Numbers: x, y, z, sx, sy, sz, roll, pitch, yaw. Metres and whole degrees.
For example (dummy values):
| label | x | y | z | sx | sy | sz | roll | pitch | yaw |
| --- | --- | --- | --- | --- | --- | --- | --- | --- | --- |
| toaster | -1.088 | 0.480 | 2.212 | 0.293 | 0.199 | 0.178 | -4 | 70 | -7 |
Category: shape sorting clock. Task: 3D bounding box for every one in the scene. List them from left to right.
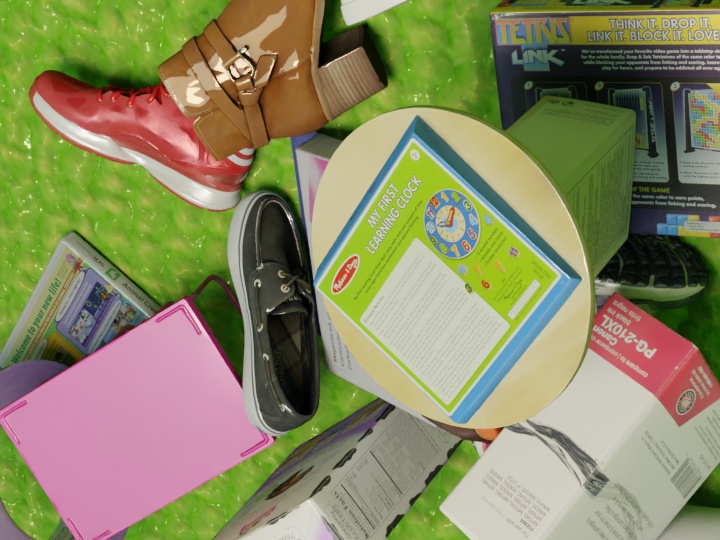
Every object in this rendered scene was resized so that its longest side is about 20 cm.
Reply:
| label | x | y | z | sx | sy | sz | roll | pitch | yaw |
| --- | --- | --- | --- | --- | --- | --- | --- | --- | --- |
| shape sorting clock | 0.052 | -0.001 | 0.978 | 0.198 | 0.039 | 0.202 | 16 | 120 | 29 |

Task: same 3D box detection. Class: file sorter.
| label | x | y | z | sx | sy | sz | roll | pitch | yaw |
| --- | --- | --- | --- | --- | --- | --- | --- | --- | --- |
| file sorter | -0.178 | 0.115 | 1.406 | 0.199 | 0.125 | 0.140 | -30 | 97 | 15 |

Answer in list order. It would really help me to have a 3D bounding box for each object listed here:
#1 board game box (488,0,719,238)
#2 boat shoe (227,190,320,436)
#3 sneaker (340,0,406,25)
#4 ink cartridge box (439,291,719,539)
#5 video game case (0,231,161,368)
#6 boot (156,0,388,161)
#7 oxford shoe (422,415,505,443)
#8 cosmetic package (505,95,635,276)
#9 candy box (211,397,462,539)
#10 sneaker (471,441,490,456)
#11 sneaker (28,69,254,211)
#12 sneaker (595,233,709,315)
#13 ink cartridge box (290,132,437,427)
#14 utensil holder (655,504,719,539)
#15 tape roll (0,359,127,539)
| label | x | y | z | sx | sy | sz | roll | pitch | yaw |
| --- | --- | --- | --- | --- | --- | --- | --- | --- | --- |
| board game box | 0.197 | -0.111 | 1.151 | 0.198 | 0.057 | 0.167 | 5 | 115 | 28 |
| boat shoe | -0.062 | 0.031 | 1.326 | 0.056 | 0.068 | 0.202 | -17 | 74 | 51 |
| sneaker | 0.049 | -0.262 | 1.150 | 0.199 | 0.074 | 0.116 | -27 | 98 | 27 |
| ink cartridge box | 0.168 | 0.140 | 1.167 | 0.084 | 0.200 | 0.145 | 37 | 174 | 39 |
| video game case | -0.242 | 0.088 | 1.532 | 0.182 | 0.022 | 0.200 | 40 | 129 | 5 |
| boot | -0.086 | -0.189 | 1.237 | 0.154 | 0.077 | 0.201 | -22 | 117 | 14 |
| oxford shoe | 0.114 | 0.100 | 1.237 | 0.072 | 0.199 | 0.072 | -3 | 79 | 32 |
| cosmetic package | 0.114 | -0.031 | 1.078 | 0.072 | 0.200 | 0.105 | 13 | 120 | 26 |
| candy box | -0.028 | 0.192 | 1.350 | 0.167 | 0.200 | 0.072 | -34 | 96 | 38 |
| sneaker | 0.092 | 0.057 | 1.295 | 0.074 | 0.080 | 0.202 | 7 | 116 | 51 |
| sneaker | -0.169 | -0.143 | 1.345 | 0.198 | 0.078 | 0.116 | 26 | 118 | 0 |
| sneaker | 0.156 | 0.018 | 1.208 | 0.198 | 0.078 | 0.087 | -3 | 131 | -2 |
| ink cartridge box | 0.000 | 0.000 | 1.283 | 0.199 | 0.043 | 0.198 | 21 | 127 | 47 |
| utensil holder | 0.225 | 0.261 | 1.265 | 0.198 | 0.170 | 0.172 | 2 | 116 | 32 |
| tape roll | -0.296 | 0.185 | 1.475 | 0.065 | 0.200 | 0.202 | -17 | 106 | 35 |
